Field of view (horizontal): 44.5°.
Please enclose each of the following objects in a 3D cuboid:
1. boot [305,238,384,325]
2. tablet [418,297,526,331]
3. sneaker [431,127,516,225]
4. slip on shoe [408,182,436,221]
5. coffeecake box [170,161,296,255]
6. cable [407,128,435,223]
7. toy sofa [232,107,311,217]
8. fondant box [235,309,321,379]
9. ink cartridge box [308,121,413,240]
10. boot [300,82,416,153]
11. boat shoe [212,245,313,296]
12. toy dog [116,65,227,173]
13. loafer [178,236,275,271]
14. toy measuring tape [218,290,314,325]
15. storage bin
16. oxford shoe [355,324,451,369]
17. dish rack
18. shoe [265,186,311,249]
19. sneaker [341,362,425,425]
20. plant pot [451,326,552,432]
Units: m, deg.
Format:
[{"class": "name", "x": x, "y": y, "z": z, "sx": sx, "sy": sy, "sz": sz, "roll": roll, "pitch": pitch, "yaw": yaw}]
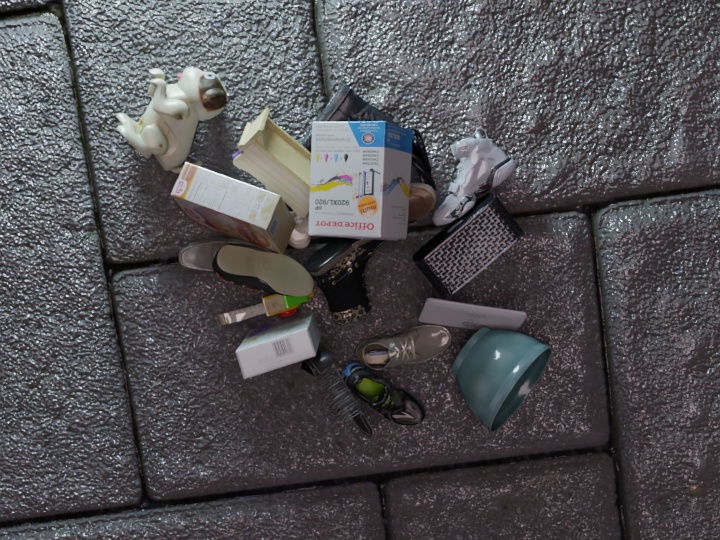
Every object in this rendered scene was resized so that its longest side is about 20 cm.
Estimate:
[{"class": "boot", "x": -0.001, "y": 0.000, "z": 1.750, "sx": 0.202, "sy": 0.073, "sz": 0.155, "roll": -32, "pitch": 121, "yaw": -20}, {"class": "tablet", "x": 0.218, "y": 0.093, "z": 1.737, "sx": 0.197, "sy": 0.130, "sz": 0.014, "roll": 9, "pitch": 68, "yaw": -1}, {"class": "sneaker", "x": 0.198, "y": -0.184, "z": 1.722, "sx": 0.199, "sy": 0.075, "sz": 0.115, "roll": -39, "pitch": 96, "yaw": 0}, {"class": "slip on shoe", "x": 0.048, "y": -0.112, "z": 1.677, "sx": 0.197, "sy": 0.061, "sz": 0.077, "roll": -9, "pitch": 124, "yaw": 17}, {"class": "coffeecake box", "x": -0.236, "y": -0.115, "z": 1.663, "sx": 0.198, "sy": 0.154, "sz": 0.074, "roll": 20, "pitch": 77, "yaw": 12}, {"class": "cable", "x": 0.060, "y": -0.174, "z": 1.692, "sx": 0.161, "sy": 0.051, "sz": 0.202, "roll": -12, "pitch": 119, "yaw": 9}, {"class": "toy sofa", "x": -0.142, "y": -0.202, "z": 1.677, "sx": 0.199, "sy": 0.083, "sz": 0.097, "roll": 38, "pitch": 125, "yaw": -21}, {"class": "fondant box", "x": -0.154, "y": 0.139, "z": 1.701, "sx": 0.142, "sy": 0.200, "sz": 0.059, "roll": -18, "pitch": 96, "yaw": 3}, {"class": "ink cartridge box", "x": 0.001, "y": -0.158, "z": 1.582, "sx": 0.145, "sy": 0.144, "sz": 0.203, "roll": 4, "pitch": 93, "yaw": 22}, {"class": "boot", "x": 0.000, "y": -0.241, "z": 1.724, "sx": 0.199, "sy": 0.066, "sz": 0.165, "roll": 35, "pitch": 110, "yaw": -15}, {"class": "boat shoe", "x": -0.187, "y": 0.004, "z": 1.696, "sx": 0.199, "sy": 0.063, "sz": 0.075, "roll": 17, "pitch": 69, "yaw": -19}, {"class": "toy dog", "x": -0.341, "y": -0.297, "z": 1.677, "sx": 0.200, "sy": 0.140, "sz": 0.194, "roll": -44, "pitch": 109, "yaw": 6}, {"class": "loafer", "x": -0.265, "y": -0.033, "z": 1.743, "sx": 0.197, "sy": 0.070, "sz": 0.071, "roll": -7, "pitch": 98, "yaw": 1}, {"class": "toy measuring tape", "x": -0.187, "y": 0.068, "z": 1.747, "sx": 0.198, "sy": 0.073, "sz": 0.075, "roll": -17, "pitch": 98, "yaw": -15}, {"class": "storage bin", "x": 0.205, "y": -0.050, "z": 1.706, "sx": 0.200, "sy": 0.135, "sz": 0.094, "roll": -41, "pitch": 96, "yaw": 5}, {"class": "oxford shoe", "x": 0.088, "y": 0.158, "z": 1.776, "sx": 0.197, "sy": 0.058, "sz": 0.076, "roll": -11, "pitch": 96, "yaw": 0}, {"class": "dish rack", "x": -0.048, "y": 0.247, "z": 1.746, "sx": 0.054, "sy": 0.153, "sz": 0.201, "roll": -32, "pitch": 98, "yaw": -11}, {"class": "shoe", "x": -0.150, "y": -0.135, "z": 1.737, "sx": 0.069, "sy": 0.053, "sz": 0.202, "roll": -20, "pitch": 97, "yaw": 3}, {"class": "sneaker", "x": 0.047, "y": 0.260, "z": 1.769, "sx": 0.199, "sy": 0.083, "sz": 0.071, "roll": 35, "pitch": 96, "yaw": -19}, {"class": "plant pot", "x": 0.263, "y": 0.196, "z": 1.727, "sx": 0.134, "sy": 0.200, "sz": 0.202, "roll": 36, "pitch": 97, "yaw": 22}]
